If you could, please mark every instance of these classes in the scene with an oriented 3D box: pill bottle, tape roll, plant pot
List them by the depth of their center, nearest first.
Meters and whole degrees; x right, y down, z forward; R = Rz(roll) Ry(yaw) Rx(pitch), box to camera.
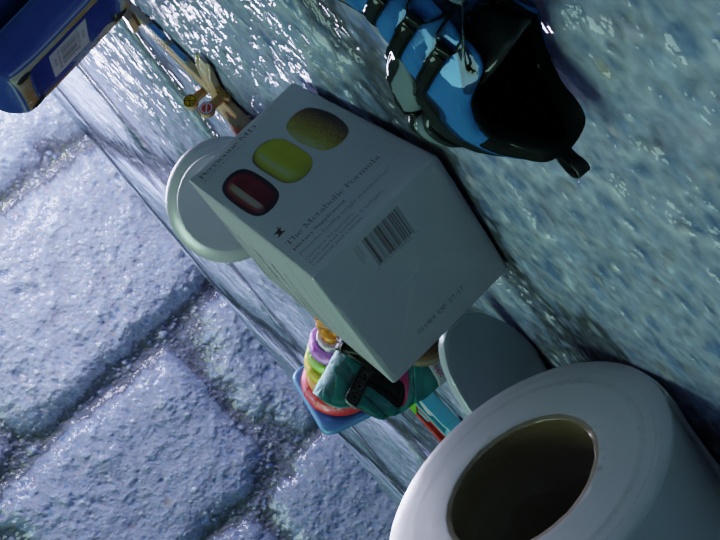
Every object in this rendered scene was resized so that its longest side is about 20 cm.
[{"bbox_3d":[0.133,0.175,0.752,0.140,0.203,0.202,50,170,-22],"label":"tape roll"},{"bbox_3d":[-0.313,-0.259,1.070,0.180,0.200,0.200,42,170,-5],"label":"plant pot"},{"bbox_3d":[-0.124,-0.066,1.135,0.113,0.112,0.200,49,179,-8],"label":"pill bottle"}]

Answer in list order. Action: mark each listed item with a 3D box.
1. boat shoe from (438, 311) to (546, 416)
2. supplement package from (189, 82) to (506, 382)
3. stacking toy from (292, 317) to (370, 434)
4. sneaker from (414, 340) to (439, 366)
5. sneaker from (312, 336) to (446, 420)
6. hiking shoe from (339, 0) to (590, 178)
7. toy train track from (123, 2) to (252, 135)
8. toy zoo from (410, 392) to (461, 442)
[{"bbox_3d":[0.121,0.114,0.945,0.201,0.071,0.091,48,166,-9],"label":"boat shoe"},{"bbox_3d":[-0.015,-0.033,0.848,0.200,0.114,0.110,34,165,53],"label":"supplement package"},{"bbox_3d":[-0.032,0.102,1.551,0.117,0.109,0.201,55,164,36],"label":"stacking toy"},{"bbox_3d":[0.000,0.000,1.045,0.200,0.070,0.076,44,169,20],"label":"sneaker"},{"bbox_3d":[-0.008,0.074,1.216,0.201,0.121,0.083,52,169,-22],"label":"sneaker"},{"bbox_3d":[0.030,-0.117,0.486,0.086,0.075,0.200,27,168,44],"label":"hiking shoe"},{"bbox_3d":[-0.174,-0.189,1.185,0.200,0.032,0.115,46,170,21],"label":"toy train track"},{"bbox_3d":[0.108,0.194,1.471,0.200,0.020,0.131,47,170,13],"label":"toy zoo"}]
